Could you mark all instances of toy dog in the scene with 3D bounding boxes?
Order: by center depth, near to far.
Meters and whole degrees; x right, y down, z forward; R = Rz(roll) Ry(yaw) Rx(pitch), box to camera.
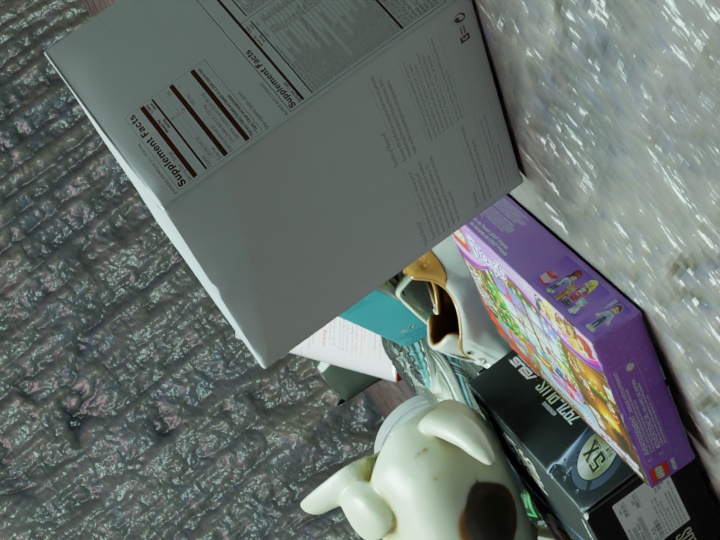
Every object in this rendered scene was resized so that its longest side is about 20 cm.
[{"bbox_3d":[0.088,0.197,1.239,0.200,0.139,0.194,56,139,9],"label":"toy dog"}]

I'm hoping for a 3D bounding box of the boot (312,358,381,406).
[{"bbox_3d":[-0.015,0.032,1.733,0.200,0.138,0.077,57,-169,-10],"label":"boot"}]

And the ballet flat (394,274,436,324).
[{"bbox_3d":[0.049,-0.011,1.409,0.200,0.065,0.071,57,175,-20],"label":"ballet flat"}]

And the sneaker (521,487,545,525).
[{"bbox_3d":[0.128,0.159,1.643,0.200,0.085,0.078,51,174,33],"label":"sneaker"}]

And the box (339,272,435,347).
[{"bbox_3d":[0.000,0.000,1.450,0.200,0.049,0.083,27,-141,-56],"label":"box"}]

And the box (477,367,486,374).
[{"bbox_3d":[0.177,0.155,1.470,0.110,0.035,0.200,58,173,-30],"label":"box"}]

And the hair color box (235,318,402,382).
[{"bbox_3d":[-0.028,0.034,1.673,0.199,0.061,0.102,14,110,33],"label":"hair color box"}]

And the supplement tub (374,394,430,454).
[{"bbox_3d":[0.113,0.240,1.939,0.200,0.140,0.141,46,170,51],"label":"supplement tub"}]

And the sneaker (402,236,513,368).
[{"bbox_3d":[0.099,0.053,1.291,0.200,0.085,0.073,55,172,-19],"label":"sneaker"}]

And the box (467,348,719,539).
[{"bbox_3d":[0.180,0.160,1.226,0.164,0.086,0.200,49,172,50],"label":"box"}]

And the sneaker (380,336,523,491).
[{"bbox_3d":[0.105,0.114,1.573,0.201,0.086,0.078,60,164,-4],"label":"sneaker"}]

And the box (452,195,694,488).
[{"bbox_3d":[0.131,0.035,1.123,0.200,0.039,0.137,47,167,51],"label":"box"}]

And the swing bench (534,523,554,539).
[{"bbox_3d":[0.170,0.287,1.383,0.198,0.130,0.200,18,-177,-38],"label":"swing bench"}]

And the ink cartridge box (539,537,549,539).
[{"bbox_3d":[0.191,0.308,1.675,0.085,0.145,0.200,59,172,-35],"label":"ink cartridge box"}]

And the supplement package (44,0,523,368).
[{"bbox_3d":[-0.038,-0.089,1.007,0.147,0.200,0.191,50,172,32],"label":"supplement package"}]
